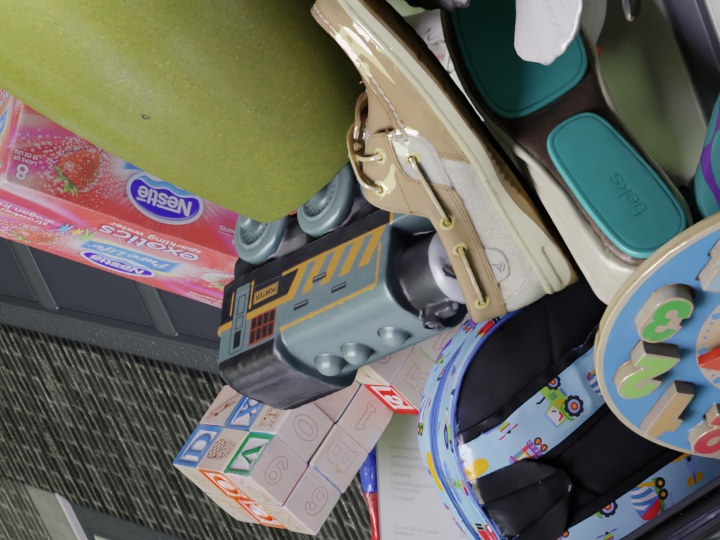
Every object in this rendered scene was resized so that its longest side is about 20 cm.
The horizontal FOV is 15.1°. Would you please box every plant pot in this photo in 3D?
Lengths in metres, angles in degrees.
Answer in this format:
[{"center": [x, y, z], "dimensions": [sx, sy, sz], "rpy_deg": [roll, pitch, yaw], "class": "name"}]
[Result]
[{"center": [-0.087, -0.124, 1.353], "dimensions": [0.200, 0.187, 0.187], "rpy_deg": [43, 155, -17], "class": "plant pot"}]

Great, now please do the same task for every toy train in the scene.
[{"center": [0.000, 0.000, 1.445], "dimensions": [0.085, 0.114, 0.200], "rpy_deg": [24, 148, -34], "class": "toy train"}]

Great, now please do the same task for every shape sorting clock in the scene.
[{"center": [0.206, 0.028, 1.252], "dimensions": [0.200, 0.199, 0.039], "rpy_deg": [100, 165, -54], "class": "shape sorting clock"}]

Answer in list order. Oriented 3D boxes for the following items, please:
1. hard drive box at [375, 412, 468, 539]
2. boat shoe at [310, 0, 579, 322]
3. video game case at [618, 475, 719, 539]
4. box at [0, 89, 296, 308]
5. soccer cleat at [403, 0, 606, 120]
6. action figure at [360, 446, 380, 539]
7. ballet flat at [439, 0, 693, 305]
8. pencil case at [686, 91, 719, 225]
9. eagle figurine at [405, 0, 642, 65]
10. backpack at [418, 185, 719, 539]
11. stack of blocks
[{"center": [0.081, 0.141, 1.572], "dimensions": [0.156, 0.077, 0.201], "rpy_deg": [0, 94, 57], "class": "hard drive box"}, {"center": [0.030, -0.052, 1.300], "dimensions": [0.200, 0.066, 0.074], "rpy_deg": [53, -172, -25], "class": "boat shoe"}, {"center": [0.180, 0.148, 1.339], "dimensions": [0.026, 0.180, 0.200], "rpy_deg": [60, -174, 26], "class": "video game case"}, {"center": [-0.127, -0.053, 1.634], "dimensions": [0.199, 0.095, 0.103], "rpy_deg": [19, 160, -20], "class": "box"}, {"center": [0.048, -0.108, 1.400], "dimensions": [0.200, 0.077, 0.070], "rpy_deg": [-25, 60, 51], "class": "soccer cleat"}, {"center": [0.009, 0.073, 1.683], "dimensions": [0.099, 0.065, 0.201], "rpy_deg": [-175, 79, -77], "class": "action figure"}, {"center": [0.094, -0.067, 1.308], "dimensions": [0.200, 0.069, 0.070], "rpy_deg": [63, 157, 23], "class": "ballet flat"}, {"center": [0.203, -0.057, 1.242], "dimensions": [0.085, 0.092, 0.200], "rpy_deg": [52, 155, 27], "class": "pencil case"}, {"center": [0.055, -0.193, 1.262], "dimensions": [0.200, 0.152, 0.151], "rpy_deg": [28, -178, 0], "class": "eagle figurine"}, {"center": [0.116, 0.080, 1.411], "dimensions": [0.183, 0.200, 0.134], "rpy_deg": [58, 151, -11], "class": "backpack"}, {"center": [-0.007, 0.051, 1.555], "dimensions": [0.059, 0.200, 0.115], "rpy_deg": [44, 159, -26], "class": "stack of blocks"}]
